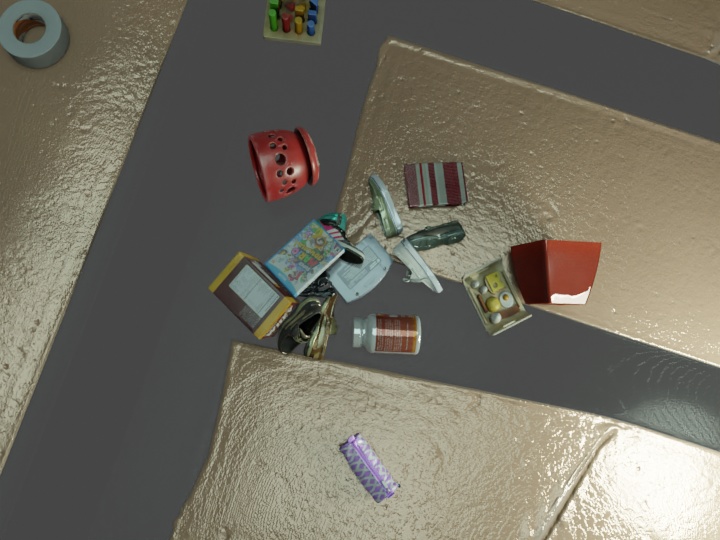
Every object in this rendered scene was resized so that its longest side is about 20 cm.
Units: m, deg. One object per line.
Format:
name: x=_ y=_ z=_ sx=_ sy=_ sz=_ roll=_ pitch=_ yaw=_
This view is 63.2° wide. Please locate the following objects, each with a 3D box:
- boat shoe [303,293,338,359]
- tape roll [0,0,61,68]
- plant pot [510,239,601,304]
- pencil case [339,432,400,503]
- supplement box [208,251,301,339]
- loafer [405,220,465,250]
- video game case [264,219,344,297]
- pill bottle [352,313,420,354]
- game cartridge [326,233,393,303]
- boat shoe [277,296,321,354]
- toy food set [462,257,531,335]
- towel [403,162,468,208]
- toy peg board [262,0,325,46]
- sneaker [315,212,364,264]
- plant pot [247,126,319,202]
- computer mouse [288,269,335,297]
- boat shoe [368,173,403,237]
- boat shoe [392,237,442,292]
boat shoe: x=-0.104 y=0.167 z=1.735 sx=0.072 sy=0.076 sz=0.205 roll=22 pitch=85 yaw=-4
tape roll: x=-1.038 y=-0.751 z=1.862 sx=0.194 sy=0.066 sz=0.207 roll=1 pitch=77 yaw=-4
plant pot: x=0.576 y=0.012 z=1.742 sx=0.194 sy=0.200 sz=0.182 roll=2 pitch=86 yaw=-15
pencil case: x=0.022 y=0.557 z=1.651 sx=0.083 sy=0.086 sz=0.201 roll=-38 pitch=82 yaw=-12
supplement box: x=-0.292 y=0.073 z=1.664 sx=0.200 sy=0.197 sz=0.133 roll=43 pitch=90 yaw=6
loafer: x=0.227 y=-0.111 z=1.821 sx=0.194 sy=0.072 sz=0.064 roll=-9 pitch=60 yaw=-11
video game case: x=-0.161 y=-0.038 z=1.692 sx=0.199 sy=0.018 sz=0.143 roll=-43 pitch=68 yaw=-13
pill bottle: x=0.074 y=0.185 z=1.718 sx=0.194 sy=0.112 sz=0.116 roll=3 pitch=78 yaw=-4
game cartridge: x=0.000 y=0.000 z=1.792 sx=0.199 sy=0.042 sz=0.134 roll=-41 pitch=88 yaw=-11
boat shoe: x=-0.176 y=0.169 z=1.683 sx=0.073 sy=0.074 sz=0.202 roll=18 pitch=116 yaw=-35
toy food set: x=0.417 y=0.078 z=1.790 sx=0.141 sy=0.060 sz=0.204 roll=-24 pitch=81 yaw=-8
towel: x=0.241 y=-0.275 z=1.873 sx=0.194 sy=0.023 sz=0.148 roll=-3 pitch=76 yaw=-6
toy peg board: x=-0.217 y=-0.868 z=1.927 sx=0.193 sy=0.098 sz=0.206 roll=6 pitch=78 yaw=-2
sneaker: x=-0.058 y=-0.107 z=1.774 sx=0.196 sy=0.084 sz=0.122 roll=26 pitch=63 yaw=9
plant pot: x=-0.230 y=-0.329 z=1.766 sx=0.178 sy=0.201 sz=0.205 roll=-20 pitch=80 yaw=-15
computer mouse: x=-0.147 y=0.006 z=1.747 sx=0.134 sy=0.053 sz=0.204 roll=3 pitch=51 yaw=-11
boat shoe: x=0.066 y=-0.201 z=1.820 sx=0.061 sy=0.072 sz=0.204 roll=-24 pitch=83 yaw=-11
boat shoe: x=0.164 y=0.004 z=1.772 sx=0.085 sy=0.075 sz=0.203 roll=-38 pitch=109 yaw=8
